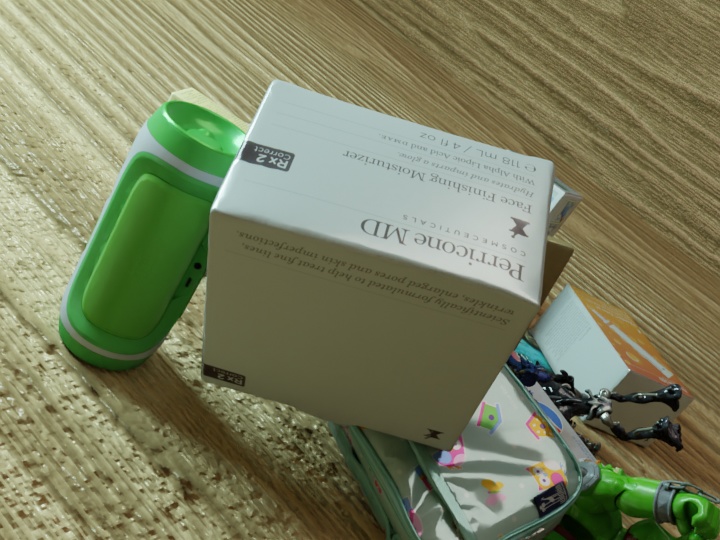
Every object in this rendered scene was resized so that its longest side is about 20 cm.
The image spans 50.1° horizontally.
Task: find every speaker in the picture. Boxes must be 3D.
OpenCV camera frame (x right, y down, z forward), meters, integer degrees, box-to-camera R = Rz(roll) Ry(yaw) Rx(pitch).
[{"bbox_3d":[-0.154,-0.022,0.574,0.088,0.200,0.088,28,23,-13],"label":"speaker"}]

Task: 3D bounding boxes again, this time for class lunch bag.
[{"bbox_3d":[0.069,0.144,0.620,0.160,0.077,0.200,-19,58,-25],"label":"lunch bag"}]

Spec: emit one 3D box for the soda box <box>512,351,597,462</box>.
[{"bbox_3d":[0.157,0.151,0.807,0.070,0.063,0.200,-1,38,-28],"label":"soda box"}]

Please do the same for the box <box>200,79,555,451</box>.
[{"bbox_3d":[0.005,0.006,0.538,0.199,0.200,0.131,16,51,-1],"label":"box"}]

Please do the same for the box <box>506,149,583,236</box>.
[{"bbox_3d":[0.215,-0.063,1.148,0.112,0.200,0.101,42,20,23],"label":"box"}]

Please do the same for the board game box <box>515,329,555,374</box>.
[{"bbox_3d":[0.154,0.080,1.007,0.200,0.028,0.135,23,26,-24],"label":"board game box"}]

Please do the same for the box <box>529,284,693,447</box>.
[{"bbox_3d":[0.342,0.128,1.073,0.124,0.098,0.200,23,25,-24],"label":"box"}]

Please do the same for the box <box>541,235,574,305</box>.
[{"bbox_3d":[0.111,0.007,0.862,0.200,0.164,0.021,18,32,-9],"label":"box"}]

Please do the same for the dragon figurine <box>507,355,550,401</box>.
[{"bbox_3d":[0.095,0.067,0.764,0.200,0.059,0.099,27,17,-6],"label":"dragon figurine"}]

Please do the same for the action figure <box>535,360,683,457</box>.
[{"bbox_3d":[0.257,0.169,0.877,0.200,0.102,0.119,0,50,16],"label":"action figure"}]

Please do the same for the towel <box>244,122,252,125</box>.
[{"bbox_3d":[-0.029,-0.098,0.897,0.191,0.032,0.200,7,-35,46],"label":"towel"}]

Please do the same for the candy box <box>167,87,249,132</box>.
[{"bbox_3d":[-0.139,-0.098,0.854,0.200,0.115,0.055,33,24,-2],"label":"candy box"}]

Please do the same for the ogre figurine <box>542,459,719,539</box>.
[{"bbox_3d":[0.230,0.226,0.670,0.120,0.098,0.200,25,-13,23],"label":"ogre figurine"}]
